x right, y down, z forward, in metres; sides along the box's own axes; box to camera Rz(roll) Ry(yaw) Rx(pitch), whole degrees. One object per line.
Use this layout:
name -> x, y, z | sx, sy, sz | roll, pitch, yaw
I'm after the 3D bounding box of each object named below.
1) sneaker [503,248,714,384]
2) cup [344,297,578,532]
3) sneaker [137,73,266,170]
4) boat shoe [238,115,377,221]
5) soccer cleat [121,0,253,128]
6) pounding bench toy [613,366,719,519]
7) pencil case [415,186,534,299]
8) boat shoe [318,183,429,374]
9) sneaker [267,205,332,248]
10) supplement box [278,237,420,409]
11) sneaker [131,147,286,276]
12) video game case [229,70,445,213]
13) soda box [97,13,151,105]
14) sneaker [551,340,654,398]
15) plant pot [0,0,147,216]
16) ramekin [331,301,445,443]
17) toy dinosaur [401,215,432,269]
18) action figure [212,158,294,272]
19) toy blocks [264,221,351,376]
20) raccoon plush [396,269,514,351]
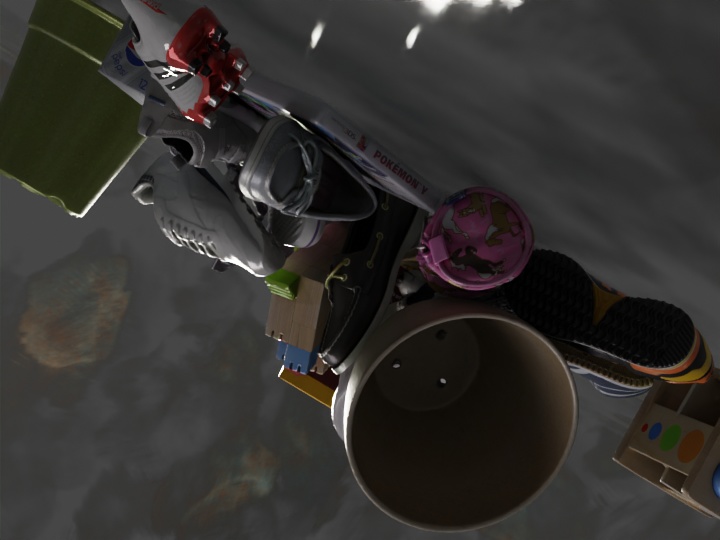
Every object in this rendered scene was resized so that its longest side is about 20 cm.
sneaker -> 0.210, 0.048, 1.271 | 0.200, 0.070, 0.090 | 25, 171, 42
cup -> 0.073, 0.104, 1.299 | 0.200, 0.201, 0.143 | 31, -168, -20
sneaker -> -0.144, -0.126, 1.354 | 0.075, 0.082, 0.200 | 30, 177, 30
boat shoe -> -0.042, -0.078, 1.259 | 0.065, 0.075, 0.202 | 24, 179, 19
soccer cleat -> -0.138, -0.172, 1.169 | 0.085, 0.069, 0.200 | 39, 175, 7
pounding bench toy -> 0.374, 0.184, 1.393 | 0.199, 0.125, 0.156 | 32, 176, -20
pencil case -> 0.091, -0.019, 1.233 | 0.086, 0.083, 0.200 | 36, 178, 3
boat shoe -> 0.000, 0.000, 1.377 | 0.060, 0.202, 0.072 | 33, 150, -17
sneaker -> -0.032, -0.072, 1.461 | 0.114, 0.073, 0.201 | 16, -158, -18
supplement box -> 0.047, 0.067, 1.667 | 0.197, 0.201, 0.133 | 31, -166, -2
sneaker -> -0.142, -0.046, 1.411 | 0.200, 0.080, 0.077 | 45, 169, 43
video game case -> -0.041, -0.126, 1.331 | 0.200, 0.023, 0.182 | 29, 177, 44
soda box -> -0.168, -0.170, 1.428 | 0.068, 0.064, 0.200 | 28, 177, 23
sneaker -> 0.224, 0.074, 1.570 | 0.199, 0.070, 0.109 | 27, 174, 16
plant pot -> -0.293, -0.165, 1.536 | 0.199, 0.191, 0.200 | 31, 177, 2
ramekin -> 0.071, 0.110, 1.520 | 0.202, 0.202, 0.095 | 33, -140, -35
toy dinosaur -> 0.080, -0.018, 1.498 | 0.199, 0.059, 0.101 | 5, -169, -31
action figure -> -0.123, -0.094, 1.570 | 0.130, 0.069, 0.201 | 10, -131, -25
toy blocks -> -0.042, 0.037, 1.489 | 0.099, 0.137, 0.200 | 19, -153, 14
raccoon plush -> 0.128, 0.046, 1.395 | 0.199, 0.134, 0.097 | 30, 176, 8
